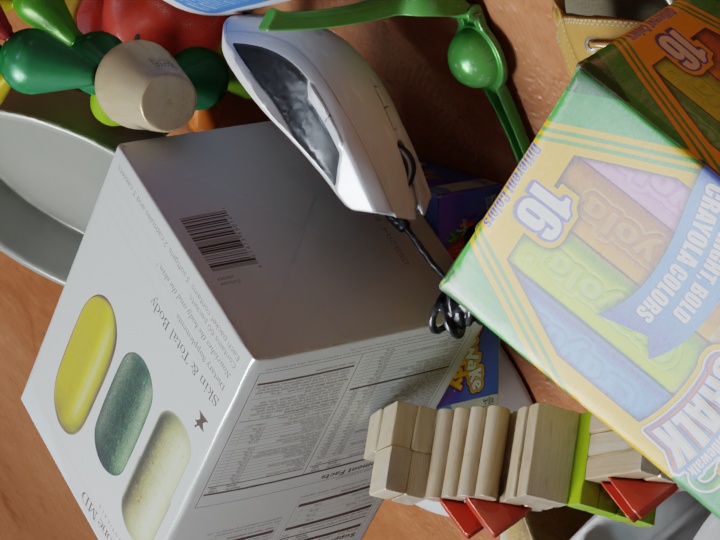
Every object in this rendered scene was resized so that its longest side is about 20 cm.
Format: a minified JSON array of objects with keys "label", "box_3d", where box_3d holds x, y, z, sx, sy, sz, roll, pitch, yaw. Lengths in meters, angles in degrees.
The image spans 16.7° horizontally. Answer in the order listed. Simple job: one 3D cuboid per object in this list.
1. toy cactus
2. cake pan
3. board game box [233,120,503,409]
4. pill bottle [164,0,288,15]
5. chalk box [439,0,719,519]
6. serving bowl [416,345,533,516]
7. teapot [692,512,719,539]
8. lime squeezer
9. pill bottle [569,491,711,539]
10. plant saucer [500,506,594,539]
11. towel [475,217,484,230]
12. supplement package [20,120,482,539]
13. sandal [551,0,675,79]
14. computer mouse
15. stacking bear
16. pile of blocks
[{"label":"toy cactus","box_3d":[-0.124,-0.113,1.293,0.199,0.103,0.165,16,-172,-29]},{"label":"cake pan","box_3d":[-0.163,-0.045,1.448,0.199,0.037,0.201,19,153,10]},{"label":"board game box","box_3d":[0.000,0.000,1.374,0.200,0.045,0.135,22,116,51]},{"label":"pill bottle","box_3d":[-0.058,-0.184,1.204,0.113,0.112,0.200,59,156,-14]},{"label":"chalk box","box_3d":[0.158,0.006,0.970,0.200,0.124,0.124,39,124,11]},{"label":"serving bowl","box_3d":[0.022,0.075,1.488,0.200,0.066,0.201,42,154,25]},{"label":"teapot","box_3d":[0.226,0.127,1.061,0.199,0.197,0.147,6,94,36]},{"label":"lime squeezer","box_3d":[0.042,-0.101,1.199,0.200,0.071,0.038,32,154,-35]},{"label":"pill bottle","box_3d":[0.200,0.188,1.235,0.200,0.113,0.113,49,158,12]},{"label":"plant saucer","box_3d":[0.132,0.189,1.322,0.200,0.035,0.200,48,-162,-21]},{"label":"towel","box_3d":[0.103,0.038,1.200,0.086,0.018,0.200,52,179,23]},{"label":"supplement package","box_3d":[-0.062,0.046,1.301,0.152,0.150,0.200,56,139,29]},{"label":"sandal","box_3d":[0.124,-0.085,1.065,0.200,0.054,0.080,51,158,5]},{"label":"computer mouse","box_3d":[0.008,-0.059,1.212,0.044,0.110,0.200,-42,86,25]},{"label":"stacking bear","box_3d":[-0.140,-0.128,1.462,0.121,0.114,0.200,32,150,-15]},{"label":"pile of blocks","box_3d":[0.087,0.104,1.197,0.199,0.063,0.082,-2,160,37]}]
